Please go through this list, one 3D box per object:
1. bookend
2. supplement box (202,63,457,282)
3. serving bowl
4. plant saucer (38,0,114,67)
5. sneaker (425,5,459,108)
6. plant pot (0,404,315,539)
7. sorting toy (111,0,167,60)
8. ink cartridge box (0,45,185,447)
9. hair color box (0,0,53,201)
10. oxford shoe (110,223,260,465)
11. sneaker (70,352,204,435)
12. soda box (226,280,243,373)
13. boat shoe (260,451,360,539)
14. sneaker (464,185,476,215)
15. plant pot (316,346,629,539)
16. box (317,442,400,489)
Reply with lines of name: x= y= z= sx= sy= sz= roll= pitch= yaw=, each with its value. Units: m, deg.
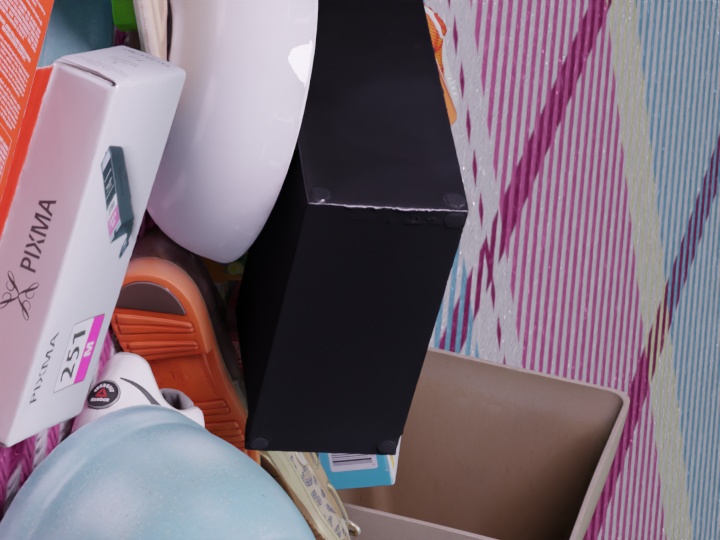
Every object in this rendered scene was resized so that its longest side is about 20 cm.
bookend: x=-0.016 y=-0.032 z=1.682 sx=0.199 sy=0.092 sz=0.200 roll=-101 pitch=-161 yaw=-45
supplement box: x=-0.025 y=-0.070 z=1.821 sx=0.200 sy=0.066 sz=0.069 roll=-47 pitch=125 yaw=-38
serving bowl: x=-0.087 y=-0.109 z=1.637 sx=0.200 sy=0.066 sz=0.201 roll=-169 pitch=-90 yaw=-72
plant saucer: x=-0.181 y=-0.133 z=1.491 sx=0.200 sy=0.036 sz=0.201 roll=2 pitch=90 yaw=-72
sneaker: x=0.025 y=-0.136 z=2.056 sx=0.077 sy=0.073 sz=0.200 roll=-67 pitch=152 yaw=-24
plant pot: x=-0.090 y=0.187 z=1.552 sx=0.200 sy=0.134 sz=0.201 roll=-26 pitch=126 yaw=-43
sorting toy: x=-0.122 y=-0.212 z=1.555 sx=0.200 sy=0.036 sz=0.186 roll=94 pitch=-5 yaw=-56
ink cartridge box: x=-0.164 y=-0.008 z=1.455 sx=0.174 sy=0.043 sz=0.201 roll=-26 pitch=136 yaw=-70
hair color box: x=-0.202 y=-0.107 z=1.330 sx=0.061 sy=0.101 sz=0.201 roll=60 pitch=36 yaw=-57
oxford shoe: x=-0.094 y=0.060 z=1.730 sx=0.073 sy=0.071 sz=0.200 roll=-72 pitch=157 yaw=-50
sneaker: x=-0.108 y=0.119 z=1.685 sx=0.200 sy=0.074 sz=0.089 roll=67 pitch=34 yaw=-54
soda box: x=-0.030 y=-0.017 z=1.902 sx=0.063 sy=0.070 sz=0.200 roll=68 pitch=31 yaw=-50
boat shoe: x=-0.043 y=0.147 z=1.886 sx=0.200 sy=0.073 sz=0.063 roll=69 pitch=33 yaw=-49
sneaker: x=0.000 y=0.000 z=1.800 sx=0.075 sy=0.087 sz=0.200 roll=52 pitch=47 yaw=-20
plant pot: x=0.064 y=0.190 z=2.055 sx=0.200 sy=0.199 sz=0.177 roll=-60 pitch=158 yaw=-54
box: x=0.001 y=0.059 z=1.974 sx=0.200 sy=0.049 sz=0.082 roll=-81 pitch=163 yaw=-61
